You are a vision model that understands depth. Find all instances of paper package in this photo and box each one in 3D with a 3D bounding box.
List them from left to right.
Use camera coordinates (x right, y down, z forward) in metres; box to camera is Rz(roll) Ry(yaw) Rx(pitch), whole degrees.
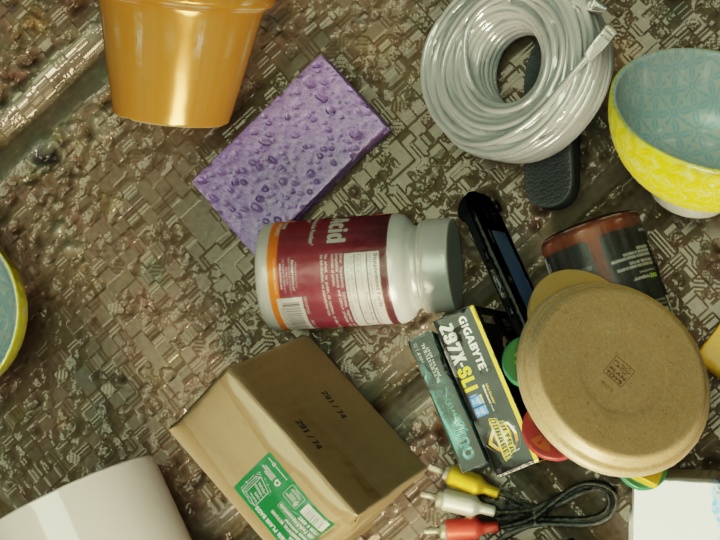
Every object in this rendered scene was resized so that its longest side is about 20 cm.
[{"bbox_3d":[-0.061,0.181,1.648,0.200,0.191,0.103,48,115,11],"label":"paper package"}]

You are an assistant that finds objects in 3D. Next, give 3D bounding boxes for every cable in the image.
[{"bbox_3d":[0.158,-0.209,1.665,0.200,0.069,0.200,39,106,34],"label":"cable"},{"bbox_3d":[0.160,0.252,1.667,0.199,0.050,0.097,3,85,14],"label":"cable"}]

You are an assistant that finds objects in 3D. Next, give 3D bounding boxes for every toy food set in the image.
[{"bbox_3d":[0.230,0.102,1.524,0.200,0.049,0.198,28,61,-3],"label":"toy food set"}]

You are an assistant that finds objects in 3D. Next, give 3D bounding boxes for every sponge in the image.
[{"bbox_3d":[-0.075,-0.123,1.761,0.200,0.030,0.112,-44,78,7],"label":"sponge"}]

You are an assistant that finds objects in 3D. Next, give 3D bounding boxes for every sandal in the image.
[{"bbox_3d":[0.206,-0.161,1.692,0.076,0.043,0.201,8,87,34],"label":"sandal"}]

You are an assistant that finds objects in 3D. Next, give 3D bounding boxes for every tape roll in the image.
[{"bbox_3d":[-0.277,0.295,1.690,0.202,0.203,0.139,-28,81,10],"label":"tape roll"}]

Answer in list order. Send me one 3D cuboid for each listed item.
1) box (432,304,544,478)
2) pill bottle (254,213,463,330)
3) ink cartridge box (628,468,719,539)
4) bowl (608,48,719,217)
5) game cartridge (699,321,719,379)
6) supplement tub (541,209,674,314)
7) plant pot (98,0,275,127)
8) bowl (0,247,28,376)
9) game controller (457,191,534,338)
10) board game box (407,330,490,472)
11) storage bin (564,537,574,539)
[{"bbox_3d":[0.140,0.117,1.606,0.049,0.200,0.160,-23,81,12],"label":"box"},{"bbox_3d":[0.000,0.000,1.691,0.199,0.114,0.115,-4,85,13],"label":"pill bottle"},{"bbox_3d":[0.362,0.268,1.570,0.199,0.147,0.146,1,87,14],"label":"ink cartridge box"},{"bbox_3d":[0.334,-0.117,1.606,0.200,0.200,0.108,20,133,14],"label":"bowl"},{"bbox_3d":[0.462,0.078,1.620,0.200,0.032,0.176,38,95,14],"label":"game cartridge"},{"bbox_3d":[0.258,0.048,1.631,0.107,0.107,0.200,-19,82,11],"label":"supplement tub"},{"bbox_3d":[-0.191,-0.251,1.726,0.200,0.200,0.184,9,103,14],"label":"plant pot"},{"bbox_3d":[-0.444,0.047,1.795,0.200,0.108,0.201,-1,86,13],"label":"bowl"},{"bbox_3d":[0.154,0.013,1.659,0.042,0.104,0.200,-25,81,8],"label":"game controller"},{"bbox_3d":[0.100,0.129,1.613,0.028,0.200,0.136,-25,80,8],"label":"board game box"},{"bbox_3d":[0.178,0.342,1.579,0.094,0.200,0.136,-21,81,12],"label":"storage bin"}]
